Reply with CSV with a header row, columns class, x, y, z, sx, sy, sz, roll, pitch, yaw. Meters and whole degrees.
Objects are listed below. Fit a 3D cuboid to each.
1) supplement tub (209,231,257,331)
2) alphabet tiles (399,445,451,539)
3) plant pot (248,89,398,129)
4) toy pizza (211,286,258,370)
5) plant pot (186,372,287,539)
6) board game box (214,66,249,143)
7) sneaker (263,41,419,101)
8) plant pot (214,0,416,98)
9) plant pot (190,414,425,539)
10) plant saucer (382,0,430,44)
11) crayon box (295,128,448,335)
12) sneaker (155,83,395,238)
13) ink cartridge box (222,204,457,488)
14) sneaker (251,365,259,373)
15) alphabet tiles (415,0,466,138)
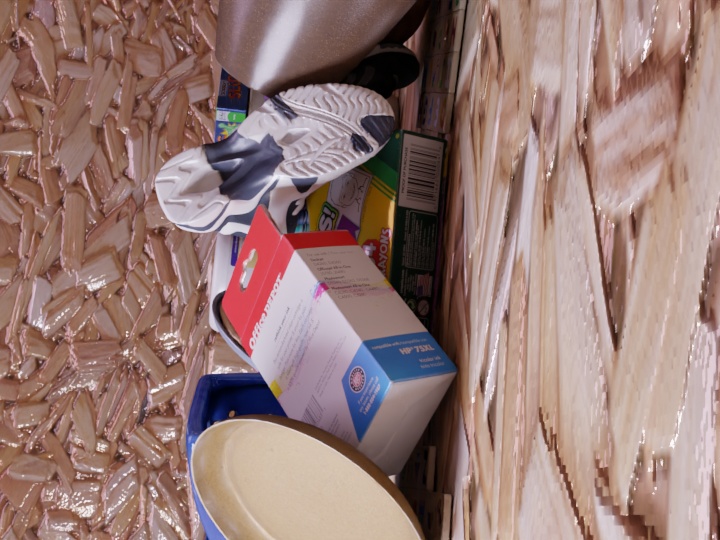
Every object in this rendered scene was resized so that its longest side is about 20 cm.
class,x,y,z,sx,sy,sz,roll,pitch,yaw
supplement tub,-0.096,0.018,1.399,0.145,0.199,0.146,-174,90,-84
alphabet tiles,0.045,0.220,0.809,0.200,0.007,0.168,126,149,-77
plant pot,-0.049,-0.155,1.240,0.200,0.172,0.201,-174,90,-84
toy pizza,-0.055,0.068,1.052,0.032,0.199,0.200,-60,13,16
plant pot,-0.078,0.220,1.105,0.200,0.199,0.181,-114,24,-76
board game box,-0.147,-0.207,1.234,0.136,0.034,0.201,103,170,-50
sneaker,-0.011,-0.163,1.016,0.076,0.199,0.088,-32,78,47
plant pot,-0.034,-0.240,0.844,0.201,0.186,0.187,-60,16,22
plant pot,-0.035,0.177,0.769,0.028,0.199,0.201,-51,-20,-43
plant saucer,-0.016,-0.230,1.015,0.200,0.199,0.038,123,123,-77
crayon box,-0.009,-0.012,0.902,0.172,0.058,0.201,2,86,51
sneaker,-0.059,-0.083,0.875,0.080,0.198,0.130,62,-175,11
ink cartridge box,-0.025,0.050,0.808,0.200,0.067,0.117,53,132,34
sneaker,-0.054,0.045,1.276,0.200,0.081,0.088,-51,-4,-17
alphabet tiles,0.071,-0.191,0.933,0.166,0.006,0.201,-118,34,-79
